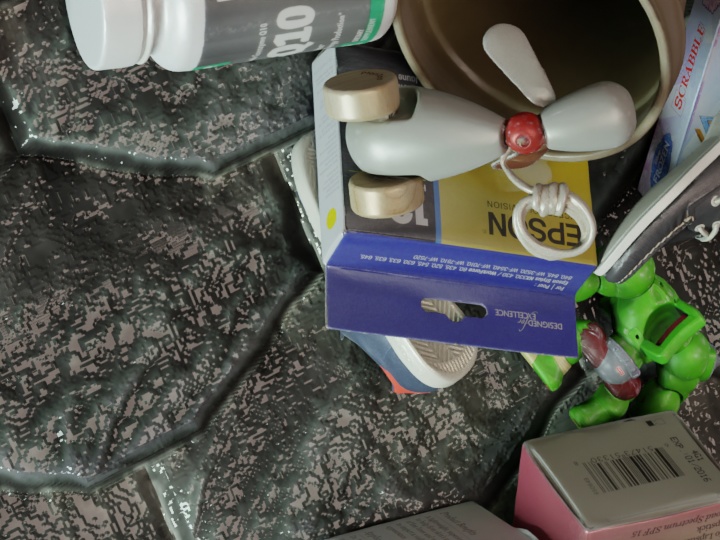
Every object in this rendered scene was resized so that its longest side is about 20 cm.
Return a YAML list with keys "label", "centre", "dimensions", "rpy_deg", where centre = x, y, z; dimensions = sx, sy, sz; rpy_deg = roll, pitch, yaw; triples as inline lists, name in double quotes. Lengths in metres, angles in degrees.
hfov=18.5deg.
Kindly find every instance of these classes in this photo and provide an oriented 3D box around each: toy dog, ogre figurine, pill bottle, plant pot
- label: "toy dog"
  centre: [0.072, -0.095, 1.445]
  dimensions: [0.200, 0.096, 0.132]
  rpy_deg: [12, 117, -2]
- label: "ogre figurine"
  centre: [0.188, 0.056, 1.616]
  dimensions: [0.120, 0.098, 0.200]
  rpy_deg: [-37, 101, 1]
- label: "pill bottle"
  centre: [-0.085, -0.191, 1.441]
  dimensions: [0.200, 0.113, 0.113]
  rpy_deg: [-11, 105, -20]
- label: "plant pot"
  centre: [0.145, -0.202, 1.493]
  dimensions: [0.200, 0.200, 0.174]
  rpy_deg: [55, 46, -22]

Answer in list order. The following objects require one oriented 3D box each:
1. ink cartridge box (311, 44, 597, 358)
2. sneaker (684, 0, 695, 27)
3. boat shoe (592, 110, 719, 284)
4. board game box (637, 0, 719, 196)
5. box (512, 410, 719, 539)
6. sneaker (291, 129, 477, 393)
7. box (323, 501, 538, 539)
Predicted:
- label: "ink cartridge box"
  centre: [0.067, -0.049, 1.521]
  dimensions: [0.197, 0.047, 0.200]
  rpy_deg: [7, 64, -25]
- label: "sneaker"
  centre: [0.305, -0.259, 1.619]
  dimensions: [0.106, 0.075, 0.200]
  rpy_deg: [18, 101, -30]
- label: "boat shoe"
  centre: [0.245, -0.057, 1.549]
  dimensions: [0.060, 0.074, 0.200]
  rpy_deg: [44, 82, -6]
- label: "board game box"
  centre: [0.321, -0.135, 1.622]
  dimensions: [0.200, 0.041, 0.200]
  rpy_deg: [-1, 124, -23]
- label: "box"
  centre: [0.185, 0.219, 1.604]
  dimensions: [0.128, 0.109, 0.200]
  rpy_deg: [-11, 126, -19]
- label: "sneaker"
  centre: [0.000, 0.000, 1.543]
  dimensions: [0.075, 0.084, 0.200]
  rpy_deg: [-25, 85, -33]
- label: "box"
  centre: [0.075, 0.292, 1.558]
  dimensions: [0.131, 0.199, 0.200]
  rpy_deg: [-13, 105, -19]
